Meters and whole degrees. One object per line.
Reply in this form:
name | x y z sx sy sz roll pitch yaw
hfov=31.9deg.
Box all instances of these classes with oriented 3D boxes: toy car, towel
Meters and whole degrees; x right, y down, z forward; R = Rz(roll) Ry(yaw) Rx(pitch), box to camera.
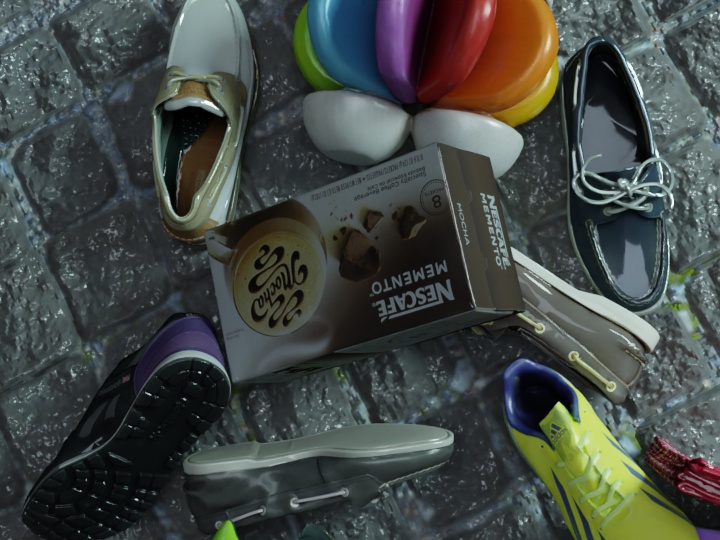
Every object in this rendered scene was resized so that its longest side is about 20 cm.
toy car | 0.046 -0.165 0.896 0.198 0.150 0.177 11 82 6
towel | 0.258 0.144 0.800 0.143 0.200 0.023 20 89 7

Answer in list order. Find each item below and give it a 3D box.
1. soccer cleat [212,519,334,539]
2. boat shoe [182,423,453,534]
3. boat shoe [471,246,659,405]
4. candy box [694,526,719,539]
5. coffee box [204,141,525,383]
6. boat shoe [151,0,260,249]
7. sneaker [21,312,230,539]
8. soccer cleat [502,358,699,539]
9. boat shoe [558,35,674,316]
soccer cleat | -0.013 0.220 0.855 0.198 0.068 0.082 14 52 -1
boat shoe | -0.028 0.149 0.898 0.197 0.067 0.058 -7 99 9
boat shoe | 0.112 0.025 0.900 0.199 0.072 0.060 29 82 4
candy box | 0.226 0.268 0.798 0.071 0.167 0.203 15 80 -32
coffee box | 0.000 0.000 0.868 0.198 0.080 0.114 -18 78 30
boat shoe | -0.117 -0.121 0.943 0.074 0.068 0.203 -1 80 4
sneaker | -0.167 0.114 0.916 0.200 0.088 0.076 -43 120 15
soccer cleat | 0.148 0.131 0.825 0.064 0.084 0.200 -34 37 -3
boat shoe | 0.187 -0.069 0.913 0.074 0.062 0.203 -4 80 2
